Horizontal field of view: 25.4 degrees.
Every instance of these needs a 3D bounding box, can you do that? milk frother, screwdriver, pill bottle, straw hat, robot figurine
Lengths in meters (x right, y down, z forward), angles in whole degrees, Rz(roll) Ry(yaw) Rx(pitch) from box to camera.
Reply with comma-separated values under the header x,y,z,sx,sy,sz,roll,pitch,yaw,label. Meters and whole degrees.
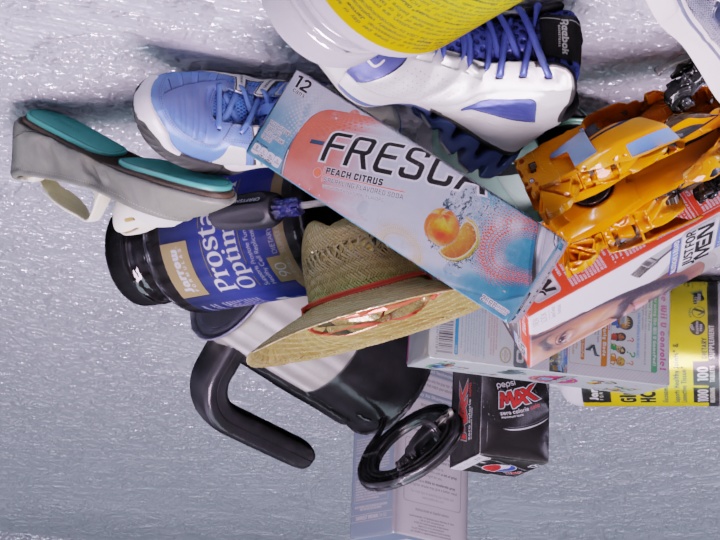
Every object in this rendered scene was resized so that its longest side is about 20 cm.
x,y,z,sx,sy,sz,roll,pitch,yaw,label
-0.025,0.075,1.334,0.188,0.181,0.200,33,158,-31,milk frother
-0.030,-0.045,1.101,0.199,0.028,0.029,-3,-160,42,screwdriver
-0.096,-0.027,1.238,0.199,0.113,0.112,-10,157,32,pill bottle
0.000,0.000,1.106,0.200,0.086,0.201,-16,171,-3,straw hat
0.242,0.068,1.453,0.199,0.113,0.112,-2,160,13,pill bottle
0.208,-0.074,1.044,0.199,0.058,0.145,-24,144,8,robot figurine
0.037,-0.173,0.779,0.112,0.113,0.200,16,157,-32,pill bottle

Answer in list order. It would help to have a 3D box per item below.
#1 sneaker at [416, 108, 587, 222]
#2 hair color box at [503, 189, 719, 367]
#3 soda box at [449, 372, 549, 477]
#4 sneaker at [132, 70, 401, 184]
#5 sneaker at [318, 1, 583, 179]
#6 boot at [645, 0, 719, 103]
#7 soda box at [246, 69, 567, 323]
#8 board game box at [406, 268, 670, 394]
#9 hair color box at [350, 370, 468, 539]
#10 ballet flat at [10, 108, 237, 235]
x,y,z,sx,sy,sz,roll,pitch,yaw,label
0.147,-0.063,1.147,0.118,0.074,0.200,-7,157,45,sneaker
0.193,-0.017,1.154,0.199,0.064,0.111,-28,158,-4,hair color box
0.118,0.066,1.335,0.063,0.201,0.071,8,160,-17,soda box
-0.061,-0.106,1.086,0.199,0.076,0.077,5,157,-36,sneaker
0.069,-0.136,0.977,0.115,0.081,0.199,-26,144,34,sneaker
0.209,-0.166,0.887,0.090,0.073,0.200,-24,152,21,boot
0.030,-0.046,1.003,0.199,0.064,0.068,33,-175,10,soda box
0.142,0.013,1.254,0.199,0.148,0.064,8,166,-13,board game box
0.048,0.157,1.499,0.099,0.201,0.060,20,154,-40,hair color box
-0.169,-0.059,1.128,0.199,0.064,0.067,22,-164,30,ballet flat
